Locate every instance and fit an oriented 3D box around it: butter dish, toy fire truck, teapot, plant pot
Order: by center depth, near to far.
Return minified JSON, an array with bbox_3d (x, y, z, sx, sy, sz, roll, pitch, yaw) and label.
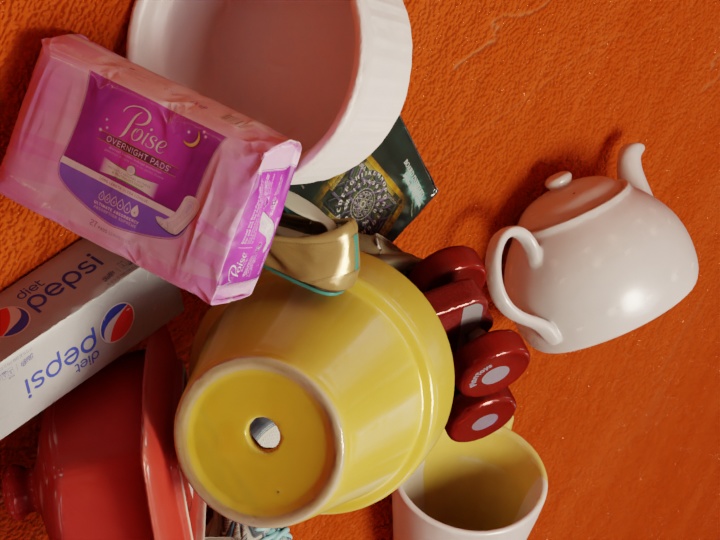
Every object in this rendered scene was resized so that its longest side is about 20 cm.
[{"bbox_3d":[-0.046,0.098,1.577,0.189,0.200,0.201,-41,152,-70],"label":"plant pot"},{"bbox_3d":[-0.199,0.161,1.619,0.147,0.200,0.201,-6,123,2],"label":"butter dish"},{"bbox_3d":[0.038,0.079,1.766,0.167,0.112,0.200,-17,151,-15],"label":"toy fire truck"},{"bbox_3d":[0.209,-0.021,1.991,0.197,0.200,0.146,-25,101,3],"label":"teapot"}]

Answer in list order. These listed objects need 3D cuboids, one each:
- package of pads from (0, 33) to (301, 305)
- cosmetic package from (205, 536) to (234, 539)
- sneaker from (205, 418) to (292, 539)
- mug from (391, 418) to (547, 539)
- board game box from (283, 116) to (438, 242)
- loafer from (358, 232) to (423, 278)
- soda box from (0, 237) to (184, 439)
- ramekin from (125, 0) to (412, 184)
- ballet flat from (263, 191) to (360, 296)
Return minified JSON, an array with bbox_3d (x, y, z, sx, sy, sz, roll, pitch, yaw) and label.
[{"bbox_3d":[-0.147,-0.072,1.456,0.076,0.200,0.121,-13,127,-65],"label":"package of pads"},{"bbox_3d":[-0.153,0.324,1.818,0.103,0.073,0.201,0,126,-1],"label":"cosmetic package"},{"bbox_3d":[-0.087,0.214,1.846,0.077,0.086,0.201,-13,125,-48],"label":"sneaker"},{"bbox_3d":[0.110,0.240,2.071,0.186,0.149,0.154,-24,141,-31],"label":"mug"},{"bbox_3d":[-0.013,-0.079,1.766,0.135,0.028,0.200,-47,144,-14],"label":"board game box"},{"bbox_3d":[0.000,0.000,1.766,0.076,0.067,0.200,-52,162,6],"label":"loafer"},{"bbox_3d":[-0.226,0.044,1.563,0.200,0.063,0.068,-37,139,-30],"label":"soda box"},{"bbox_3d":[-0.060,-0.154,1.514,0.098,0.200,0.201,0,116,-60],"label":"ramekin"},{"bbox_3d":[-0.089,-0.041,1.564,0.069,0.199,0.063,-48,152,-61],"label":"ballet flat"}]
